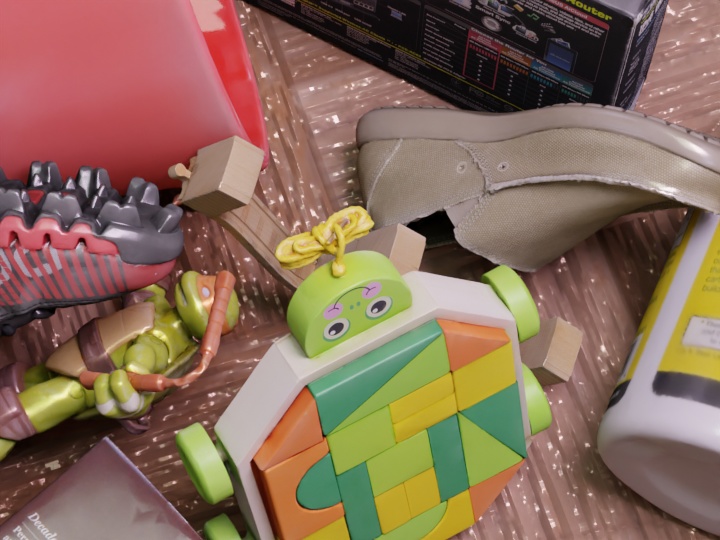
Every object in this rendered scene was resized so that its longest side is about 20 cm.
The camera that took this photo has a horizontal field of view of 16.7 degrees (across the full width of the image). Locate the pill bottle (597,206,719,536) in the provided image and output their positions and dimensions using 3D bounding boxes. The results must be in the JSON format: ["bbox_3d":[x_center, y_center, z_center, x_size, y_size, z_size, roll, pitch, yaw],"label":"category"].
[{"bbox_3d":[0.188,0.009,1.058,0.114,0.114,0.201,22,70,7],"label":"pill bottle"}]

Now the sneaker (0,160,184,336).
[{"bbox_3d":[-0.166,0.009,0.996,0.200,0.071,0.098,-3,102,9],"label":"sneaker"}]

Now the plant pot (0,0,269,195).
[{"bbox_3d":[-0.152,-0.112,1.066,0.177,0.200,0.201,-17,69,5],"label":"plant pot"}]

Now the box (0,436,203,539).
[{"bbox_3d":[-0.153,0.167,0.995,0.200,0.100,0.075,-39,74,-15],"label":"box"}]

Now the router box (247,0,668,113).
[{"bbox_3d":[0.040,-0.141,1.095,0.199,0.150,0.062,27,69,9],"label":"router box"}]

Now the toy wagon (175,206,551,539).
[{"bbox_3d":[0.002,0.054,0.991,0.155,0.200,0.040,-27,54,-12],"label":"toy wagon"}]

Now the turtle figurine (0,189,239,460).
[{"bbox_3d":[-0.113,0.038,1.047,0.161,0.200,0.065,-26,113,7],"label":"turtle figurine"}]

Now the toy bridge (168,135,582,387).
[{"bbox_3d":[0.000,0.000,1.055,0.200,0.067,0.027,29,65,-27],"label":"toy bridge"}]

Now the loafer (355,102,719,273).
[{"bbox_3d":[0.080,-0.033,1.067,0.200,0.076,0.069,3,84,43],"label":"loafer"}]
